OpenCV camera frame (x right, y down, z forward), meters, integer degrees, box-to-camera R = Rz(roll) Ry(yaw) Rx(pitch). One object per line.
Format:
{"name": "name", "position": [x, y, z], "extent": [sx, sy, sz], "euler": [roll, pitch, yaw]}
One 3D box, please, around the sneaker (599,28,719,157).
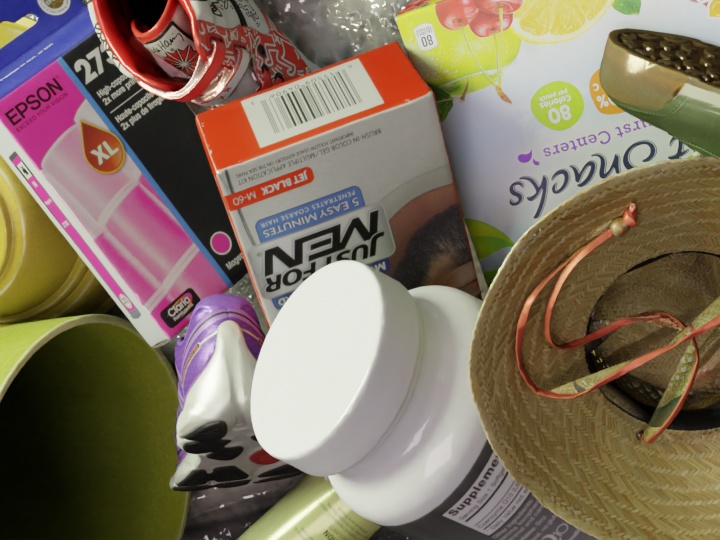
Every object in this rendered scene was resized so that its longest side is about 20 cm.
{"name": "sneaker", "position": [0.194, -0.037, 0.668], "extent": [0.198, 0.067, 0.091], "euler": [18, 117, 9]}

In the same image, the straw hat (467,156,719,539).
{"name": "straw hat", "position": [0.141, 0.023, 0.665], "extent": [0.198, 0.085, 0.204], "euler": [-2, 113, -4]}

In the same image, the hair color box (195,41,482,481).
{"name": "hair color box", "position": [0.000, 0.000, 0.760], "extent": [0.110, 0.064, 0.202], "euler": [-21, 127, -4]}

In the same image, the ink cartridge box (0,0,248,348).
{"name": "ink cartridge box", "position": [-0.135, -0.066, 0.806], "extent": [0.201, 0.095, 0.037], "euler": [52, 152, -7]}

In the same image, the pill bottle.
{"name": "pill bottle", "position": [0.053, 0.077, 0.717], "extent": [0.199, 0.117, 0.116], "euler": [28, 120, -32]}

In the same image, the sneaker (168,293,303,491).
{"name": "sneaker", "position": [-0.067, 0.069, 0.818], "extent": [0.079, 0.200, 0.085], "euler": [-5, 69, -11]}

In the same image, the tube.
{"name": "tube", "position": [-0.060, 0.184, 0.872], "extent": [0.200, 0.052, 0.058], "euler": [-44, 73, 7]}

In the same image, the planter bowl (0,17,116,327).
{"name": "planter bowl", "position": [-0.222, -0.039, 0.844], "extent": [0.197, 0.084, 0.203], "euler": [5, 111, 13]}

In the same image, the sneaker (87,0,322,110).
{"name": "sneaker", "position": [-0.060, -0.090, 0.766], "extent": [0.067, 0.108, 0.202], "euler": [-34, 99, 24]}

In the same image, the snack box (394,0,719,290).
{"name": "snack box", "position": [0.139, -0.082, 0.739], "extent": [0.198, 0.068, 0.171], "euler": [-14, 106, 20]}

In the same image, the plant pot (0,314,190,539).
{"name": "plant pot", "position": [-0.231, 0.116, 0.871], "extent": [0.198, 0.187, 0.190], "euler": [2, 112, 31]}
